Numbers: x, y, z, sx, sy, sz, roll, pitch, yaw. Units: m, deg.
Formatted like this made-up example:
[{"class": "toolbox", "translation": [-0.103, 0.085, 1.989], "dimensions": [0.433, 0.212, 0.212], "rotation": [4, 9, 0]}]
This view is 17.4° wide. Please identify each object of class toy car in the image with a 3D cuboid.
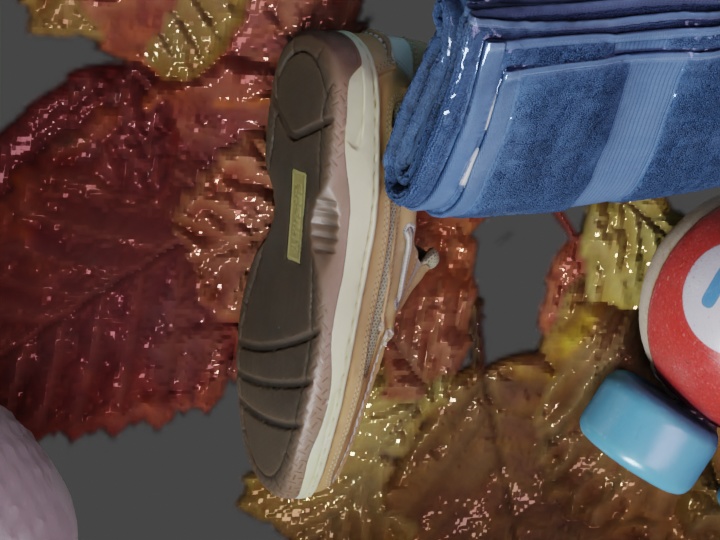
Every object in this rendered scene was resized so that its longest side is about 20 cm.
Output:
[{"class": "toy car", "translation": [0.231, 0.054, 1.024], "dimensions": [0.177, 0.200, 0.185], "rotation": [28, 98, -30]}]

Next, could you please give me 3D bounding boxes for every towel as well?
[{"class": "towel", "translation": [0.112, -0.070, 0.947], "dimensions": [0.199, 0.049, 0.112], "rotation": [-8, 139, -26]}]

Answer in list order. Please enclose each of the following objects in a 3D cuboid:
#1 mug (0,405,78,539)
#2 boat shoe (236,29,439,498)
[{"class": "mug", "translation": [-0.219, 0.106, 0.901], "dimensions": [0.200, 0.148, 0.175], "rotation": [-36, 138, 29]}, {"class": "boat shoe", "translation": [0.000, 0.000, 0.984], "dimensions": [0.076, 0.072, 0.201], "rotation": [-3, 113, -34]}]
